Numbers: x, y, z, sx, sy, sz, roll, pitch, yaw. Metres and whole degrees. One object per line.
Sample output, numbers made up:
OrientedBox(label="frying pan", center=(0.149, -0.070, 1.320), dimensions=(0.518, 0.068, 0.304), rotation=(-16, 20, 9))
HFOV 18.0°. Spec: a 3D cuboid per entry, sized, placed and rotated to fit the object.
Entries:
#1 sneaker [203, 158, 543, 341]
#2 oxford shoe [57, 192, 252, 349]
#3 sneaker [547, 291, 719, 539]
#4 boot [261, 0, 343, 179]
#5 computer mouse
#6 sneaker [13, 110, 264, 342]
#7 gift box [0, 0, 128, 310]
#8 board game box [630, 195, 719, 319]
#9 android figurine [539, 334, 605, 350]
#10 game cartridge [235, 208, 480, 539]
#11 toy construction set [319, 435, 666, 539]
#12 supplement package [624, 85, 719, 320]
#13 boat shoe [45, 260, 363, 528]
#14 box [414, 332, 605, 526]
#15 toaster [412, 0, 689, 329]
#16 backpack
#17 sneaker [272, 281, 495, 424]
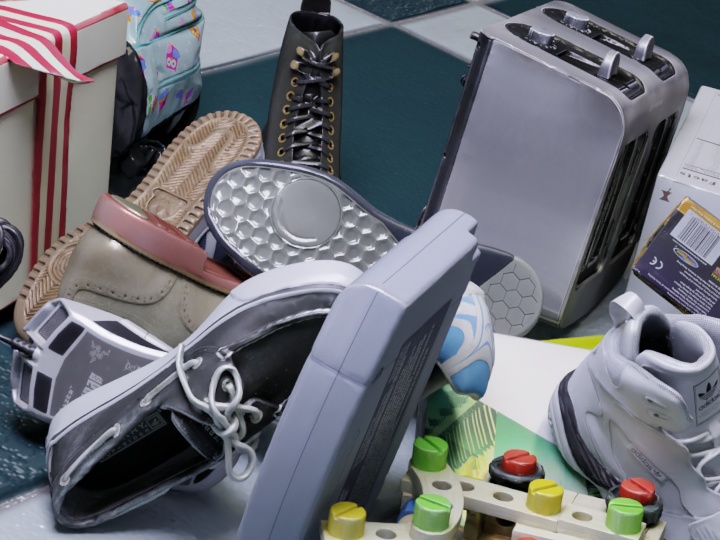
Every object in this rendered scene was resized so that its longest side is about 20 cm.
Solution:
OrientedBox(label="sneaker", center=(0.000, 0.002, 1.346), dimensions=(0.202, 0.077, 0.146), rotation=(23, -9, -2))
OrientedBox(label="oxford shoe", center=(-0.085, 0.032, 1.304), dimensions=(0.200, 0.074, 0.071), rotation=(33, 1, -24))
OrientedBox(label="sneaker", center=(0.180, 0.101, 1.157), dimensions=(0.075, 0.115, 0.200), rotation=(-30, 64, -29))
OrientedBox(label="boot", center=(-0.039, -0.086, 1.505), dimensions=(0.077, 0.139, 0.200), rotation=(5, 27, -15))
OrientedBox(label="computer mouse", center=(-0.152, 0.056, 1.237), dimensions=(0.199, 0.110, 0.044), rotation=(28, 8, 6))
OrientedBox(label="sneaker", center=(-0.123, 0.004, 1.382), dimensions=(0.070, 0.109, 0.200), rotation=(29, 60, 27))
OrientedBox(label="gift box", center=(-0.235, -0.094, 1.360), dimensions=(0.199, 0.188, 0.185), rotation=(12, 24, 15))
OrientedBox(label="board game box", center=(0.252, 0.040, 1.333), dimensions=(0.200, 0.057, 0.165), rotation=(38, 2, 7))
OrientedBox(label="android figurine", center=(0.167, 0.089, 1.351), dimensions=(0.199, 0.041, 0.182), rotation=(-6, 32, -36))
OrientedBox(label="game cartridge", center=(-0.006, 0.074, 1.119), dimensions=(0.041, 0.201, 0.133), rotation=(27, 28, 9))
OrientedBox(label="toy construction set", center=(0.084, 0.147, 1.111), dimensions=(0.199, 0.092, 0.131), rotation=(27, 25, 9))
OrientedBox(label="supplement package", center=(0.257, -0.035, 1.565), dimensions=(0.113, 0.110, 0.200), rotation=(18, 26, 11))
OrientedBox(label="boat shoe", center=(-0.077, 0.067, 1.156), dimensions=(0.199, 0.074, 0.068), rotation=(-26, 32, 11))
OrientedBox(label="box", center=(0.127, 0.109, 1.236), dimensions=(0.199, 0.036, 0.145), rotation=(9, 51, -3))
OrientedBox(label="toaster", center=(0.122, -0.066, 1.497), dimensions=(0.118, 0.201, 0.181), rotation=(23, 20, 16))
OrientedBox(label="backpack", center=(-0.180, -0.148, 1.585), dimensions=(0.166, 0.127, 0.200), rotation=(16, 22, 15))
OrientedBox(label="sneaker", center=(-0.019, 0.058, 1.230), dimensions=(0.072, 0.199, 0.073), rotation=(34, 48, -47))
